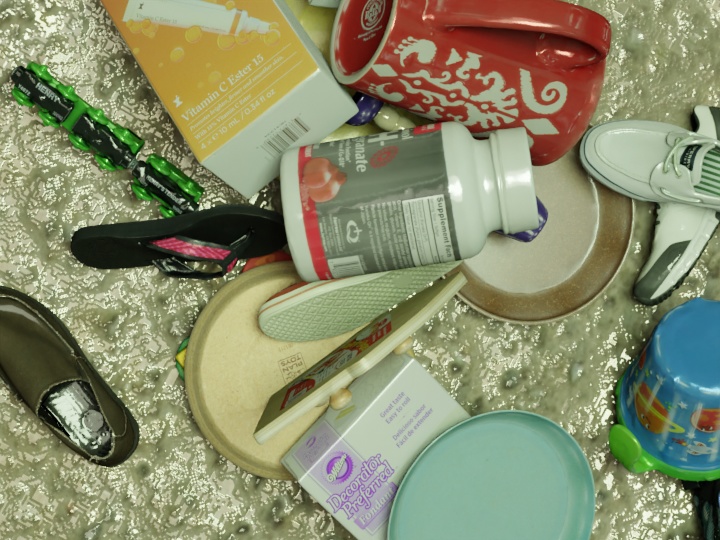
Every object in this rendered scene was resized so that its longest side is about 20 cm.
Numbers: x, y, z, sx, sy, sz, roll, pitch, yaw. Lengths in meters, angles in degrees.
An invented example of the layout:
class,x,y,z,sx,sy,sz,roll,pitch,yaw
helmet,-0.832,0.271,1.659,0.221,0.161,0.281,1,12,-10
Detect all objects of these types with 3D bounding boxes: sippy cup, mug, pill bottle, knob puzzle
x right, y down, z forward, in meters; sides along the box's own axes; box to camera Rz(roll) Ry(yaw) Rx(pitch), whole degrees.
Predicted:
class,x,y,z,sx,sy,sz,roll,pitch,yaw
sippy cup,0.297,0.096,1.194,0.138,0.131,0.179,11,59,10
mug,0.095,-0.191,1.113,0.198,0.178,0.135,15,46,-27
pill bottle,0.041,-0.059,1.100,0.197,0.111,0.112,-9,91,6
knob puzzle,0.008,0.070,1.103,0.219,0.220,0.031,-36,93,-5

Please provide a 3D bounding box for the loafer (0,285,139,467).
class,x,y,z,sx,sy,sz,roll,pitch,yaw
loafer,-0.268,0.090,1.184,0.200,0.071,0.073,44,86,-5

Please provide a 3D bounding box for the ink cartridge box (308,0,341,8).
class,x,y,z,sx,sy,sz,roll,pitch,yaw
ink cartridge box,0.056,-0.300,1.182,0.197,0.088,0.147,4,70,-16

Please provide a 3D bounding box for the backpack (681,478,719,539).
class,x,y,z,sx,sy,sz,roll,pitch,yaw
backpack,0.409,0.262,1.226,0.181,0.147,0.203,-15,95,-3

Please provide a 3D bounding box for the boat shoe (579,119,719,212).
class,x,y,z,sx,sy,sz,roll,pitch,yaw
boat shoe,0.291,-0.094,1.194,0.197,0.067,0.074,14,80,9

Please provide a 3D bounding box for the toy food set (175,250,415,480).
class,x,y,z,sx,sy,sz,roll,pitch,yaw
toy food set,-0.060,0.085,1.220,0.199,0.049,0.199,-37,94,-5

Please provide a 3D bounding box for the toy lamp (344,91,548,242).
class,x,y,z,sx,sy,sz,roll,pitch,yaw
toy lamp,0.077,-0.094,1.185,0.199,0.058,0.058,36,86,-11

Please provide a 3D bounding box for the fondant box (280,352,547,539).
class,x,y,z,sx,sy,sz,roll,pitch,yaw
fondant box,0.049,0.184,1.199,0.144,0.058,0.200,-46,113,-5

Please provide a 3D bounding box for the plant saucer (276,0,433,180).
class,x,y,z,sx,sy,sz,roll,pitch,yaw
plant saucer,-0.010,-0.158,1.225,0.199,0.048,0.201,30,87,-5

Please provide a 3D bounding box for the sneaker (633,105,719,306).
class,x,y,z,sx,sy,sz,roll,pitch,yaw
sneaker,0.297,-0.061,1.258,0.079,0.074,0.201,30,82,9

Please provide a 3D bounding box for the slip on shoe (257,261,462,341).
class,x,y,z,sx,sy,sz,roll,pitch,yaw
slip on shoe,0.000,0.000,1.178,0.198,0.074,0.061,-29,54,-4

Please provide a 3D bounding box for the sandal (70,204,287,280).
class,x,y,z,sx,sy,sz,roll,pitch,yaw
sandal,-0.155,-0.015,1.186,0.197,0.075,0.046,-7,57,6

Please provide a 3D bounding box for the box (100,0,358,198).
class,x,y,z,sx,sy,sz,roll,pitch,yaw
box,-0.112,-0.184,1.139,0.124,0.097,0.201,-37,67,7

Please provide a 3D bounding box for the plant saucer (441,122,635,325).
class,x,y,z,sx,sy,sz,roll,pitch,yaw
plant saucer,0.151,-0.052,1.250,0.198,0.037,0.203,0,90,-7

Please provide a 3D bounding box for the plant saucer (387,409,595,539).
class,x,y,z,sx,sy,sz,roll,pitch,yaw
plant saucer,0.111,0.214,1.184,0.198,0.027,0.203,-5,104,-20

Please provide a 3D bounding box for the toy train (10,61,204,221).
class,x,y,z,sx,sy,sz,roll,pitch,yaw
toy train,-0.220,-0.114,1.197,0.199,0.056,0.042,39,102,-6
